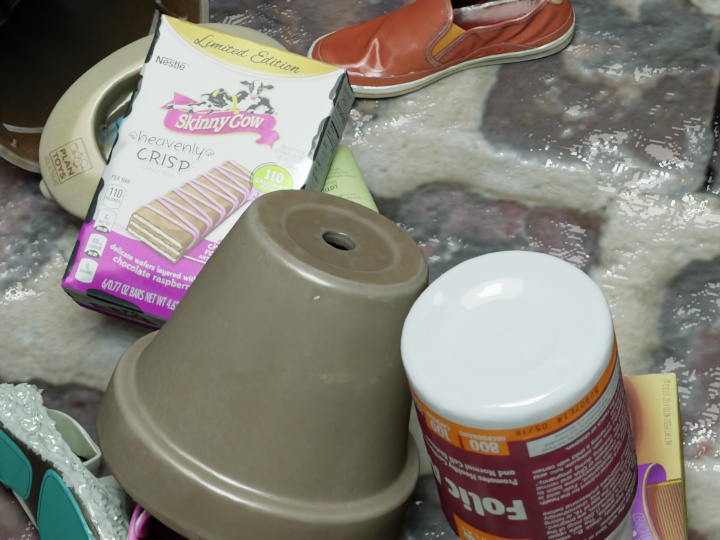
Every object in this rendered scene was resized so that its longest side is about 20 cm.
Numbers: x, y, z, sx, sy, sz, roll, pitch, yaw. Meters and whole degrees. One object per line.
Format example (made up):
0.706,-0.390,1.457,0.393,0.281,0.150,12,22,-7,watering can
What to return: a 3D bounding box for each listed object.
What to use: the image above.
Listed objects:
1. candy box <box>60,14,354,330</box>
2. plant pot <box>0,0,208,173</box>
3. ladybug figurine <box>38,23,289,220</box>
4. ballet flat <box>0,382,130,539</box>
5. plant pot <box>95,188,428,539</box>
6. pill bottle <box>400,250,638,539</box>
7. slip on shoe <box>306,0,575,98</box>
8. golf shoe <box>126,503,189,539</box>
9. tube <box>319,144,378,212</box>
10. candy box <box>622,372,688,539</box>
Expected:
-0.100,-0.055,1.547,0.136,0.061,0.200,17,78,9,candy box
-0.247,-0.200,1.693,0.200,0.200,0.198,-35,44,-19,plant pot
-0.132,-0.096,1.628,0.200,0.072,0.136,-22,75,-1,ladybug figurine
-0.184,0.133,1.465,0.072,0.072,0.200,-32,51,-16,ballet flat
-0.040,0.051,1.382,0.200,0.175,0.200,17,27,-9,plant pot
0.093,0.094,1.277,0.114,0.200,0.114,-7,48,8,pill bottle
0.056,-0.177,1.686,0.200,0.061,0.074,-12,50,3,slip on shoe
-0.102,0.147,1.417,0.075,0.092,0.200,-5,47,9,golf shoe
0.000,0.000,1.553,0.052,0.058,0.200,12,43,-34,tube
0.137,0.158,1.382,0.117,0.056,0.200,-4,48,9,candy box
